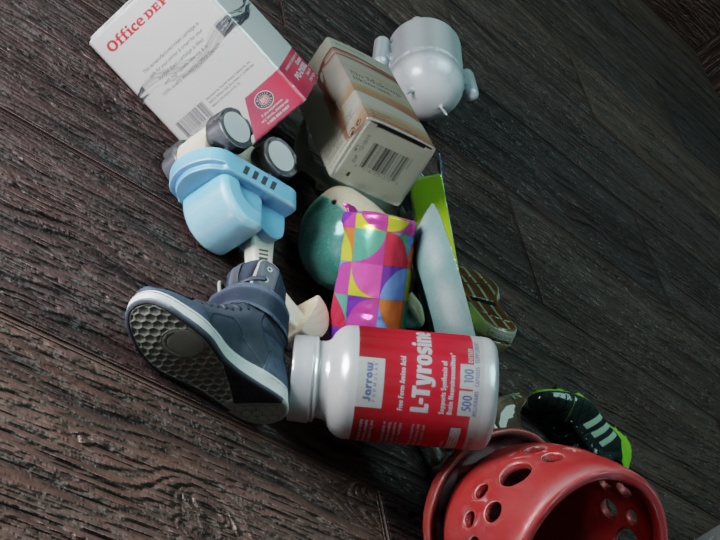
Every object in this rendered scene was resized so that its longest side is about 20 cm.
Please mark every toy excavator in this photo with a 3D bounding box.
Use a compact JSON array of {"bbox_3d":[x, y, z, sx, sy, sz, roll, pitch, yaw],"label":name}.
[{"bbox_3d":[-0.115,-0.036,1.455,0.194,0.100,0.201,30,47,-36],"label":"toy excavator"}]

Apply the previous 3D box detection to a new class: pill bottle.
[{"bbox_3d":[0.029,0.113,1.377,0.199,0.113,0.113,5,39,-4],"label":"pill bottle"}]

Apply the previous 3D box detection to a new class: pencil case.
[{"bbox_3d":[0.010,0.032,1.474,0.088,0.088,0.201,10,87,-55],"label":"pencil case"}]

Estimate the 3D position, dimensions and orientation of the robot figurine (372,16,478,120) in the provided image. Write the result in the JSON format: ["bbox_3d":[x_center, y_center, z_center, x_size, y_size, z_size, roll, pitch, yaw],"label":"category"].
[{"bbox_3d":[0.097,-0.299,2.089,0.169,0.113,0.200,15,37,-10],"label":"robot figurine"}]

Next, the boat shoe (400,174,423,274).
[{"bbox_3d":[0.080,-0.065,1.821,0.071,0.070,0.201,22,42,-55],"label":"boat shoe"}]

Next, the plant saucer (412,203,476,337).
[{"bbox_3d":[0.086,0.030,1.505,0.201,0.039,0.202,165,-90,-88],"label":"plant saucer"}]

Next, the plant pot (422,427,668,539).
[{"bbox_3d":[0.172,0.265,1.396,0.200,0.201,0.182,35,-10,-33],"label":"plant pot"}]

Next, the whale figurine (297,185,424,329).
[{"bbox_3d":[0.000,0.000,1.596,0.159,0.104,0.200,36,-18,47],"label":"whale figurine"}]

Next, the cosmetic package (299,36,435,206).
[{"bbox_3d":[0.001,-0.175,1.632,0.103,0.087,0.200,21,26,-30],"label":"cosmetic package"}]

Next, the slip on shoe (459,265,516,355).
[{"bbox_3d":[0.147,0.056,1.805,0.076,0.061,0.200,15,22,-20],"label":"slip on shoe"}]

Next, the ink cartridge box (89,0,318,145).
[{"bbox_3d":[-0.168,-0.227,1.519,0.200,0.145,0.084,47,25,-14],"label":"ink cartridge box"}]

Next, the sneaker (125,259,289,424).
[{"bbox_3d":[-0.138,0.036,1.308,0.202,0.077,0.147,44,37,-41],"label":"sneaker"}]

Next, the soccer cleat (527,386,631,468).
[{"bbox_3d":[0.291,0.219,1.839,0.200,0.067,0.081,36,43,-33],"label":"soccer cleat"}]

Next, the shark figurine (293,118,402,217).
[{"bbox_3d":[0.006,-0.095,1.707,0.214,0.090,0.128,42,12,4],"label":"shark figurine"}]

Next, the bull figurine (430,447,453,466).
[{"bbox_3d":[0.092,0.158,1.575,0.200,0.065,0.122,16,49,-47],"label":"bull figurine"}]

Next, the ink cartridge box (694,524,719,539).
[{"bbox_3d":[0.510,0.456,1.884,0.200,0.086,0.147,55,26,6],"label":"ink cartridge box"}]

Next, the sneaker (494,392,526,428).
[{"bbox_3d":[0.177,0.224,1.538,0.070,0.075,0.201,25,-38,50],"label":"sneaker"}]

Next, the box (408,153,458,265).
[{"bbox_3d":[0.091,-0.033,1.695,0.122,0.047,0.201,41,40,-87],"label":"box"}]
